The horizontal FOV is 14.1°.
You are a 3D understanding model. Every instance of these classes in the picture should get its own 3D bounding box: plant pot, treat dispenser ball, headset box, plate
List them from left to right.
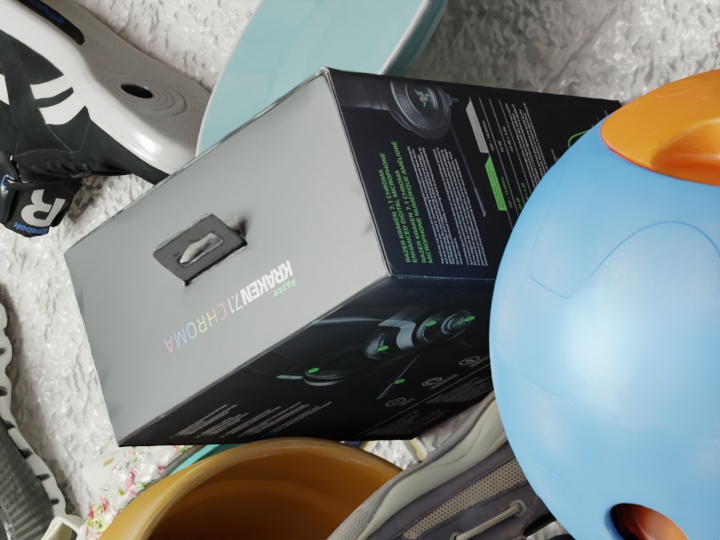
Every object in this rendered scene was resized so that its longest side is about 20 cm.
[{"bbox_3d":[-0.062,0.188,1.285,0.183,0.199,0.202,-25,71,57],"label":"plant pot"},{"bbox_3d":[-0.005,-0.109,1.288,0.200,0.026,0.201,-46,23,27],"label":"plate"},{"bbox_3d":[0.000,0.000,1.211,0.174,0.199,0.093,-32,67,39],"label":"headset box"},{"bbox_3d":[0.147,0.026,1.066,0.200,0.200,0.202,-2,87,44],"label":"treat dispenser ball"}]

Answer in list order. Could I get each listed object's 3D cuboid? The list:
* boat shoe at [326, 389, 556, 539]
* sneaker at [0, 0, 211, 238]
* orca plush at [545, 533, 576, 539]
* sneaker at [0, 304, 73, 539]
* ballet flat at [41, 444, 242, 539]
[{"bbox_3d":[0.038,0.114,1.192,0.073,0.200,0.075,47,161,7],"label":"boat shoe"},{"bbox_3d":[-0.136,-0.056,1.440,0.200,0.073,0.112,41,119,46],"label":"sneaker"},{"bbox_3d":[0.111,0.173,1.160,0.105,0.071,0.201,-89,-7,-54],"label":"orca plush"},{"bbox_3d":[-0.209,0.096,1.484,0.066,0.090,0.201,-35,65,38],"label":"sneaker"},{"bbox_3d":[-0.121,0.129,1.400,0.064,0.075,0.200,46,110,30],"label":"ballet flat"}]
